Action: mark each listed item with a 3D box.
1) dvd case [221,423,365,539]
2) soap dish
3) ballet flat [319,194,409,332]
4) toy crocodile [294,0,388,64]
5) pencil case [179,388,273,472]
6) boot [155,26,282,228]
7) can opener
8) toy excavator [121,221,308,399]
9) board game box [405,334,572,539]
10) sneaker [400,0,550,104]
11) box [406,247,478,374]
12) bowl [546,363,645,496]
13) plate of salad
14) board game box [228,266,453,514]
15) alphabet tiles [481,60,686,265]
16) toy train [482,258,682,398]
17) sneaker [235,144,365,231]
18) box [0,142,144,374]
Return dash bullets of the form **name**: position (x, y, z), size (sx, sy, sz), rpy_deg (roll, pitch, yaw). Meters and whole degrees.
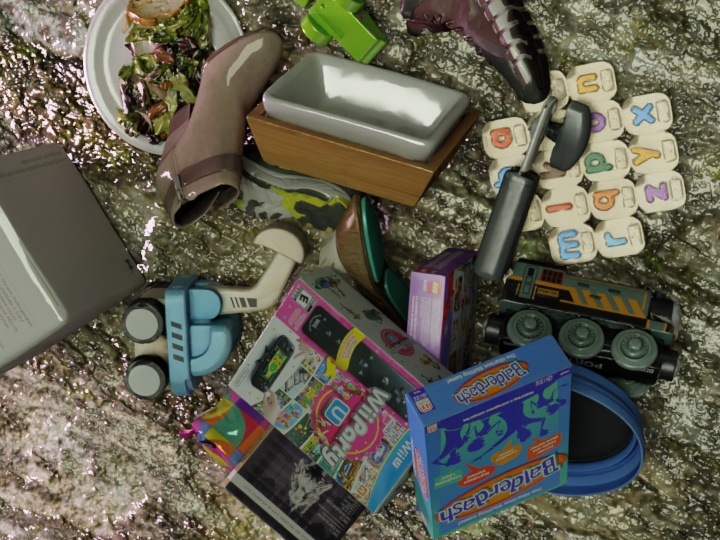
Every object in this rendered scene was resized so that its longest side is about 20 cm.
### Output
- **dvd case**: position (-0.033, 0.194, 1.559), size (0.149, 0.016, 0.200), rpy_deg (45, 77, -25)
- **soap dish**: position (0.004, -0.144, 1.495), size (0.200, 0.157, 0.081), rpy_deg (18, 123, 13)
- **ballet flat**: position (0.000, 0.000, 1.524), size (0.072, 0.068, 0.200), rpy_deg (-7, 142, 17)
- **toy crocodile**: position (-0.051, -0.296, 1.529), size (0.200, 0.062, 0.068), rpy_deg (42, 124, 2)
- **pencil case**: position (-0.096, 0.129, 1.571), size (0.088, 0.088, 0.200), rpy_deg (42, 75, 5)
- **boot**: position (-0.141, -0.139, 1.513), size (0.200, 0.070, 0.146), rpy_deg (-42, 42, 35)
- **can opener**: position (0.176, -0.079, 1.486), size (0.067, 0.053, 0.200), rpy_deg (21, 108, 13)
- **toy excavator**: position (-0.156, 0.043, 1.622), size (0.200, 0.100, 0.195), rpy_deg (0, 104, 5)
- **board game box**: position (0.124, 0.163, 1.399), size (0.152, 0.200, 0.045), rpy_deg (-22, 51, -11)
- **sneaker**: position (0.109, -0.243, 1.486), size (0.115, 0.076, 0.200), rpy_deg (-26, 82, 26)
- **box**: position (0.082, 0.086, 1.521), size (0.039, 0.137, 0.200), rpy_deg (8, 103, 17)
- **bowl**: position (0.193, 0.159, 1.499), size (0.200, 0.039, 0.201), rpy_deg (13, 142, 10)
- **plate of salad**: position (-0.217, -0.224, 1.600), size (0.200, 0.048, 0.200), rpy_deg (4, 102, 16)
- **board game box**: position (-0.011, 0.117, 1.459), size (0.200, 0.064, 0.148), rpy_deg (39, 114, 12)
- **alphabet tiles**: position (0.228, -0.109, 1.499), size (0.195, 0.015, 0.200), rpy_deg (-9, 98, 19)
- **toy train**: position (0.227, 0.055, 1.485), size (0.200, 0.114, 0.085), rpy_deg (11, 148, 12)
- **sneaker**: position (-0.072, -0.099, 1.573), size (0.200, 0.085, 0.075), rpy_deg (21, 141, 32)
- **box**: position (-0.386, -0.007, 1.618), size (0.171, 0.199, 0.200), rpy_deg (-31, 91, 20)
